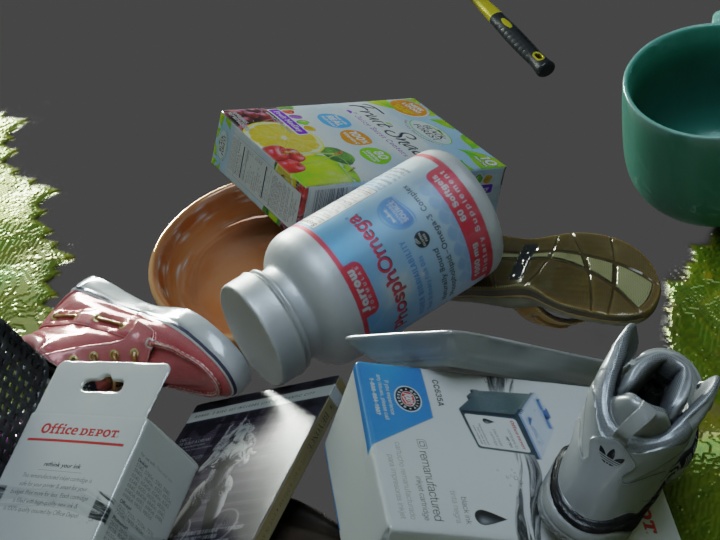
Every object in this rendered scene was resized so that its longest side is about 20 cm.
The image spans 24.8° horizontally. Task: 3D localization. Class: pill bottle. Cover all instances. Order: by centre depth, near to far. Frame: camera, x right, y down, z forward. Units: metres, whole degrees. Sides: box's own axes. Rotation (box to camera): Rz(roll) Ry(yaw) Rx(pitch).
[{"bbox_3d":[0.000,0.000,1.213,0.199,0.110,0.109,-31,46,-21],"label":"pill bottle"}]

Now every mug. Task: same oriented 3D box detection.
[{"bbox_3d":[0.298,-0.117,1.324,0.184,0.115,0.151,-35,47,-26],"label":"mug"}]

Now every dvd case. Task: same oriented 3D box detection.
[{"bbox_3d":[-0.102,0.159,1.130,0.148,0.016,0.201,-15,34,39],"label":"dvd case"}]

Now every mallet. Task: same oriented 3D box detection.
[{"bbox_3d":[0.134,-0.248,1.562,0.065,0.041,0.200,-27,49,-21],"label":"mallet"}]

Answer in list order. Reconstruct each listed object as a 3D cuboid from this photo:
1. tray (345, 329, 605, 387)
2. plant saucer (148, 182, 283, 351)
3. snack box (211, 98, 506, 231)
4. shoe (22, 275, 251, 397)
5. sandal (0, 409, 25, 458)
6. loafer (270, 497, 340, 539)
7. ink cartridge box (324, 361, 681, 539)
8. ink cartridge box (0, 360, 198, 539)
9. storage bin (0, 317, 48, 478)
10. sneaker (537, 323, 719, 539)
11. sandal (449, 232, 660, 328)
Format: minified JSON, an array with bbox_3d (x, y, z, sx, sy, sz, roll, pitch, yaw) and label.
[{"bbox_3d":[0.094,0.066,1.127,0.107,0.199,0.022,-4,77,47],"label":"tray"},{"bbox_3d":[-0.072,-0.003,1.331,0.197,0.038,0.201,-6,42,5],"label":"plant saucer"},{"bbox_3d":[-0.002,-0.087,1.340,0.198,0.054,0.142,-7,34,-34],"label":"snack box"},{"bbox_3d":[-0.177,0.072,1.247,0.199,0.072,0.091,20,51,39],"label":"shoe"},{"bbox_3d":[-0.250,0.132,1.209,0.200,0.050,0.083,2,43,14],"label":"sandal"},{"bbox_3d":[-0.013,0.198,1.075,0.199,0.072,0.073,29,54,35],"label":"loafer"},{"bbox_3d":[0.088,0.145,1.050,0.197,0.086,0.147,6,39,-16],"label":"ink cartridge box"},{"bbox_3d":[-0.187,0.163,1.099,0.115,0.068,0.202,0,55,36],"label":"ink cartridge box"},{"bbox_3d":[-0.318,0.124,1.153,0.134,0.094,0.202,-9,52,26],"label":"storage bin"},{"bbox_3d":[0.181,0.081,1.007,0.075,0.116,0.200,32,38,12],"label":"sneaker"},{"bbox_3d":[0.145,0.014,1.264,0.198,0.054,0.081,4,46,37],"label":"sandal"}]
